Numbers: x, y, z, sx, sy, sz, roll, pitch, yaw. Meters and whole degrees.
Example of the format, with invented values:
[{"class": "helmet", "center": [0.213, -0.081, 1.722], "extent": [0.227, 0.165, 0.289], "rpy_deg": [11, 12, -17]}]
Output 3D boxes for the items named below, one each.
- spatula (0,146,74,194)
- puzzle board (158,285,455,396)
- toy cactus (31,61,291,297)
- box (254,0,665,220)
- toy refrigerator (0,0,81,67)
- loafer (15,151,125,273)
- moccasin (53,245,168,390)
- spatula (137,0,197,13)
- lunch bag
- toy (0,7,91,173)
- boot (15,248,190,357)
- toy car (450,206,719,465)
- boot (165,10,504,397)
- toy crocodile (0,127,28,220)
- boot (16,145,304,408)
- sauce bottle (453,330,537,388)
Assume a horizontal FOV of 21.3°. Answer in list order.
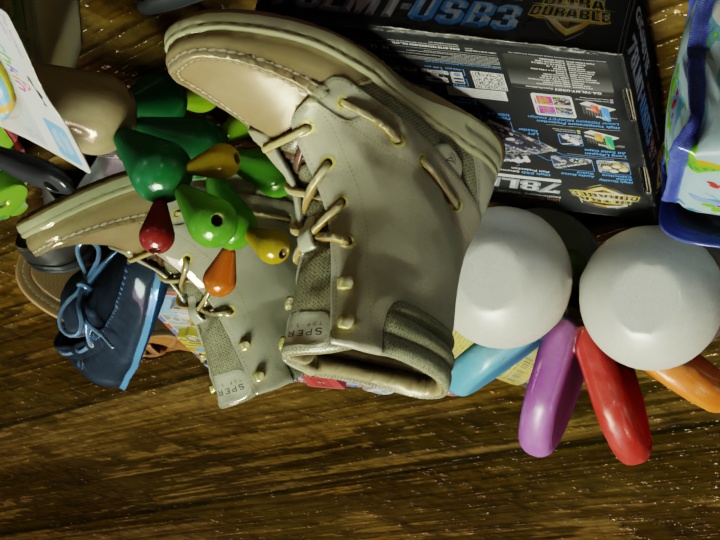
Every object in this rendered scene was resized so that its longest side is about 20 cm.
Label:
[{"class": "spatula", "center": [-0.214, -0.075, 1.085], "extent": [0.200, 0.021, 0.057], "rpy_deg": [31, 166, 48]}, {"class": "puzzle board", "center": [-0.044, 0.052, 1.355], "extent": [0.200, 0.017, 0.151], "rpy_deg": [3, 156, 23]}, {"class": "toy cactus", "center": [-0.115, -0.070, 1.067], "extent": [0.165, 0.200, 0.102], "rpy_deg": [18, 126, -15]}, {"class": "box", "center": [0.062, -0.098, 1.053], "extent": [0.200, 0.050, 0.199], "rpy_deg": [8, 160, 18]}, {"class": "toy refrigerator", "center": [-0.203, -0.150, 1.063], "extent": [0.076, 0.070, 0.200], "rpy_deg": [15, 158, -1]}, {"class": "loafer", "center": [-0.185, -0.055, 1.297], "extent": [0.072, 0.073, 0.200], "rpy_deg": [35, 142, -25]}, {"class": "moccasin", "center": [-0.173, 0.031, 1.287], "extent": [0.068, 0.081, 0.200], "rpy_deg": [21, 148, -6]}, {"class": "spatula", "center": [-0.063, -0.159, 0.982], "extent": [0.021, 0.057, 0.200], "rpy_deg": [31, 157, -27]}, {"class": "lunch bag", "center": [0.235, -0.066, 0.941], "extent": [0.170, 0.128, 0.200], "rpy_deg": [9, 171, 7]}, {"class": "toy", "center": [-0.237, -0.113, 1.006], "extent": [0.200, 0.047, 0.115], "rpy_deg": [31, 156, 37]}, {"class": "boot", "center": [-0.190, 0.025, 1.471], "extent": [0.200, 0.077, 0.155], "rpy_deg": [5, 169, -29]}, {"class": "toy car", "center": [0.135, 0.041, 1.160], "extent": [0.200, 0.150, 0.175], "rpy_deg": [8, -176, 15]}, {"class": "boot", "center": [-0.022, -0.032, 0.971], "extent": [0.200, 0.155, 0.072], "rpy_deg": [25, 156, -28]}, {"class": "toy crocodile", "center": [-0.253, -0.089, 1.264], "extent": [0.068, 0.062, 0.200], "rpy_deg": [51, 171, 22]}, {"class": "boot", "center": [-0.104, 0.010, 1.174], "extent": [0.200, 0.155, 0.072], "rpy_deg": [-14, -178, -37]}, {"class": "sauce bottle", "center": [0.052, 0.024, 1.337], "extent": [0.200, 0.065, 0.065], "rpy_deg": [23, 157, -21]}]
